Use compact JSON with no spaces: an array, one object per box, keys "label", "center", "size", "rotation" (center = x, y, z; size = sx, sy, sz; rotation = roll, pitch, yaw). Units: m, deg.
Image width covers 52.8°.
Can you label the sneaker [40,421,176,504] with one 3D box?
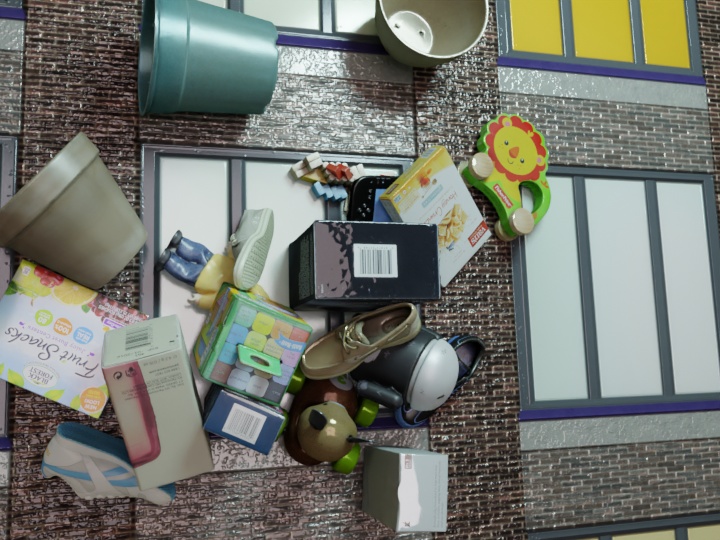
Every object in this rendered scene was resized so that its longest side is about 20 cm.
[{"label":"sneaker","center":[-0.370,0.301,1.077],"size":[0.199,0.077,0.081],"rotation":[30,96,-13]}]

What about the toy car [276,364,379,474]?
[{"label":"toy car","center":[-0.046,0.227,1.109],"size":[0.163,0.200,0.159],"rotation":[26,76,-11]}]

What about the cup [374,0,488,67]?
[{"label":"cup","center":[0.106,-0.443,1.282],"size":[0.198,0.143,0.202],"rotation":[2,82,-16]}]

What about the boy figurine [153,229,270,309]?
[{"label":"boy figurine","center":[-0.223,0.012,1.160],"size":[0.199,0.064,0.125],"rotation":[30,59,-13]}]

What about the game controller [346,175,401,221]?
[{"label":"game controller","center":[0.064,-0.109,1.240],"size":[0.199,0.042,0.105],"rotation":[-3,115,-34]}]

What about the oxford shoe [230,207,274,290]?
[{"label":"oxford shoe","center":[-0.178,-0.036,1.139],"size":[0.057,0.201,0.076],"rotation":[3,124,3]}]

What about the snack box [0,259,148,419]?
[{"label":"snack box","center":[-0.443,0.104,1.080],"size":[0.199,0.068,0.170],"rotation":[27,76,-11]}]

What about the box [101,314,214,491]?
[{"label":"box","center":[-0.287,0.184,1.031],"size":[0.108,0.128,0.202],"rotation":[-14,111,-13]}]

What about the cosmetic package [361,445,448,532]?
[{"label":"cosmetic package","center":[0.065,0.333,1.126],"size":[0.080,0.200,0.114],"rotation":[6,81,-15]}]

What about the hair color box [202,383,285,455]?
[{"label":"hair color box","center":[-0.175,0.202,1.071],"size":[0.099,0.200,0.061],"rotation":[27,86,-11]}]

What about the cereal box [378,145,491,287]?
[{"label":"cereal box","center":[0.133,-0.092,1.248],"size":[0.144,0.039,0.201],"rotation":[-46,120,-20]}]

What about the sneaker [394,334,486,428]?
[{"label":"sneaker","center":[0.136,0.185,1.233],"size":[0.070,0.078,0.200],"rotation":[43,73,-7]}]

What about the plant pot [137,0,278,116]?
[{"label":"plant pot","center":[-0.242,-0.334,1.149],"size":[0.194,0.200,0.202],"rotation":[3,81,-24]}]

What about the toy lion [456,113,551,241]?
[{"label":"toy lion","center":[0.284,-0.184,1.345],"size":[0.191,0.069,0.201],"rotation":[-39,94,-25]}]

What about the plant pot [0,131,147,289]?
[{"label":"plant pot","center":[-0.417,-0.072,1.066],"size":[0.174,0.200,0.200],"rotation":[46,72,-24]}]

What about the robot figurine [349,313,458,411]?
[{"label":"robot figurine","center":[0.060,0.146,1.171],"size":[0.199,0.125,0.151],"rotation":[23,83,20]}]

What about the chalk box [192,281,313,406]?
[{"label":"chalk box","center":[-0.155,0.105,1.042],"size":[0.124,0.200,0.125],"rotation":[25,89,-20]}]

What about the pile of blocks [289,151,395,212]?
[{"label":"pile of blocks","center":[-0.022,-0.148,1.244],"size":[0.198,0.062,0.083],"rotation":[10,79,-14]}]

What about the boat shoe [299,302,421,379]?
[{"label":"boat shoe","center":[-0.004,0.101,1.097],"size":[0.199,0.065,0.073],"rotation":[-23,64,1]}]

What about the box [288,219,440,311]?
[{"label":"box","center":[0.000,0.000,1.156],"size":[0.198,0.198,0.124],"rotation":[1,82,-16]}]
